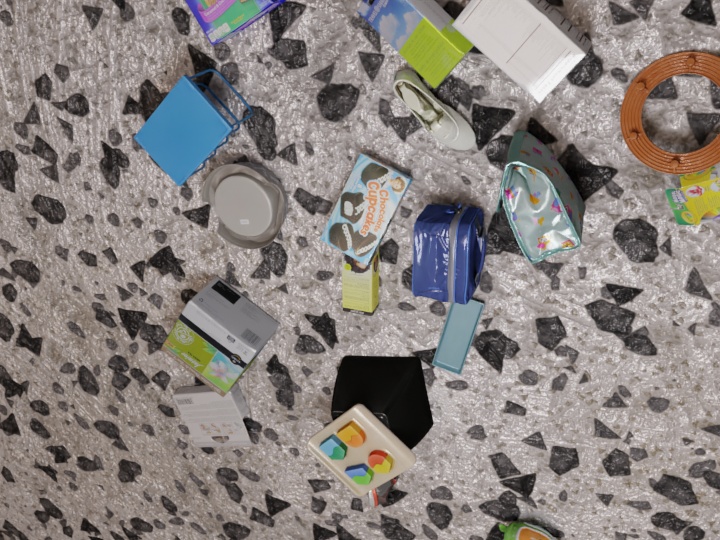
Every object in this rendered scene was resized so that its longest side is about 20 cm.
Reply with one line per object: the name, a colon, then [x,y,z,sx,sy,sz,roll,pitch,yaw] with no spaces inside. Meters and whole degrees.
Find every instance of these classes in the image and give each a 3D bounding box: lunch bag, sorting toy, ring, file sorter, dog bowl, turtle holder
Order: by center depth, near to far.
ring: [0.533,-0.260,1.189,0.200,0.019,0.201,4,98,27]
lunch bag: [0.315,-0.141,1.294,0.122,0.170,0.200,-23,110,29]
lunch bag: [0.183,-0.040,1.427,0.132,0.136,0.200,8,118,18]
file sorter: [-0.345,-0.305,1.513,0.139,0.123,0.200,48,124,-7]
sorting toy: [-0.004,0.406,1.593,0.185,0.036,0.200,44,124,-4]
dog bowl: [-0.251,-0.149,1.597,0.200,0.059,0.200,10,120,18]
turtle holder: [0.411,0.690,1.723,0.132,0.141,0.186,-10,111,26]

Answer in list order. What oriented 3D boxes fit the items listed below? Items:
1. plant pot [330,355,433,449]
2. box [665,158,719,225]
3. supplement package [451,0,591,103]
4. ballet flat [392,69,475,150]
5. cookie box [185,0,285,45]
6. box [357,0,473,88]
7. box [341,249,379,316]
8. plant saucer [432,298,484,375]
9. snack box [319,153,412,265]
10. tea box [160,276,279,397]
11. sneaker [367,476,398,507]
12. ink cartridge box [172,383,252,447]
plant pot: [0.038,0.330,1.663,0.200,0.177,0.200,-2,116,23]
box: [0.626,-0.141,1.213,0.200,0.048,0.117,-16,140,27]
supplement package: [0.273,-0.397,1.211,0.200,0.110,0.114,42,124,-2]
ballet flat: [0.132,-0.293,1.354,0.200,0.069,0.069,45,124,-5]
cookie box: [-0.261,-0.563,1.367,0.171,0.075,0.200,-22,106,31]
box: [0.096,-0.431,1.275,0.200,0.048,0.122,43,156,-4]
box: [0.000,0.000,1.577,0.075,0.050,0.200,8,120,18]
plant saucer: [0.215,0.140,1.582,0.070,0.019,0.200,20,122,12]
snack box: [0.011,-0.125,1.476,0.116,0.037,0.200,29,106,9]
tea box: [-0.343,0.162,1.757,0.200,0.134,0.197,37,125,0]
sneaker: [0.055,0.512,1.833,0.082,0.077,0.200,-5,119,-5]
ink cartridge box: [-0.393,0.395,1.958,0.200,0.045,0.176,-8,112,27]
